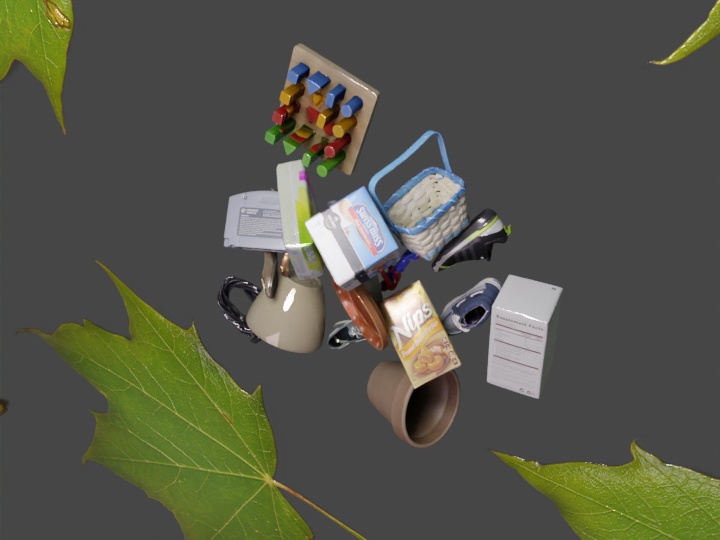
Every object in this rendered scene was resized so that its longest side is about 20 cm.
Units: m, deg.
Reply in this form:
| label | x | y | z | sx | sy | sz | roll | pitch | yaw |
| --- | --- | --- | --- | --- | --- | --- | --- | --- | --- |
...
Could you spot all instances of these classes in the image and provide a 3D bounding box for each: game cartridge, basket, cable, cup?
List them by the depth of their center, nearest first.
| label | x | y | z | sx | sy | sz | roll | pitch | yaw |
| --- | --- | --- | --- | --- | --- | --- | --- | --- | --- |
| basket | 0.111 | -0.135 | 1.324 | 0.139 | 0.175 | 0.202 | 35 | 157 | 46 |
| game cartridge | -0.208 | -0.111 | 1.593 | 0.195 | 0.136 | 0.042 | 5 | 168 | 12 |
| cup | -0.160 | 0.081 | 1.685 | 0.197 | 0.200 | 0.146 | 28 | 110 | 14 |
| cable | -0.299 | 0.103 | 1.874 | 0.161 | 0.051 | 0.202 | -17 | 110 | 41 |

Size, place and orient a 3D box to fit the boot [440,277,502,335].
| label | x | y | z | sx | sy | sz | roll | pitch | yaw |
| --- | --- | --- | --- | --- | --- | --- | --- | --- | --- |
| boot | 0.218 | 0.097 | 1.487 | 0.072 | 0.091 | 0.201 | 40 | 135 | 1 |

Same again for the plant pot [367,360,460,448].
| label | x | y | z | sx | sy | sz | roll | pitch | yaw |
| --- | --- | --- | --- | --- | --- | --- | --- | --- | --- |
| plant pot | 0.112 | 0.291 | 1.658 | 0.173 | 0.199 | 0.204 | 18 | 133 | 47 |

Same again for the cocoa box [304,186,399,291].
| label | x | y | z | sx | sy | sz | roll | pitch | yaw |
| --- | --- | --- | --- | --- | --- | --- | --- | --- | --- |
| cocoa box | -0.009 | -0.054 | 1.330 | 0.130 | 0.200 | 0.135 | -30 | 84 | 1 |

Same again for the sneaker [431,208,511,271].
| label | x | y | z | sx | sy | sz | roll | pitch | yaw |
| --- | --- | --- | --- | --- | --- | --- | --- | --- | --- |
| sneaker | 0.220 | -0.039 | 1.401 | 0.083 | 0.072 | 0.200 | 44 | 135 | -4 |

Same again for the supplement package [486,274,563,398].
| label | x | y | z | sx | sy | sz | roll | pitch | yaw |
| --- | --- | --- | --- | --- | --- | --- | --- | --- | --- |
| supplement package | 0.330 | 0.133 | 1.419 | 0.115 | 0.117 | 0.204 | 15 | 129 | 24 |

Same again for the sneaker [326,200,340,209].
| label | x | y | z | sx | sy | sz | roll | pitch | yaw |
| --- | --- | --- | --- | --- | --- | --- | --- | --- | --- |
| sneaker | -0.044 | -0.072 | 1.570 | 0.080 | 0.073 | 0.203 | 35 | 136 | 30 |

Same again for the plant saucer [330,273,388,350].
| label | x | y | z | sx | sy | sz | roll | pitch | yaw |
| --- | --- | --- | --- | --- | --- | --- | --- | --- | --- |
| plant saucer | 0.002 | 0.080 | 1.529 | 0.202 | 0.032 | 0.201 | 54 | 166 | 19 |

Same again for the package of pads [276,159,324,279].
| label | x | y | z | sx | sy | sz | roll | pitch | yaw |
| --- | --- | --- | --- | --- | --- | --- | --- | --- | --- |
| package of pads | -0.124 | -0.101 | 1.465 | 0.067 | 0.204 | 0.155 | -9 | 154 | 3 |

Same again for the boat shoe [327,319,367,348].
| label | x | y | z | sx | sy | sz | roll | pitch | yaw |
| --- | --- | --- | --- | --- | --- | --- | --- | --- | --- |
| boat shoe | -0.005 | 0.148 | 1.697 | 0.198 | 0.062 | 0.074 | -20 | 110 | 42 |

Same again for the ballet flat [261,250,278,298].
| label | x | y | z | sx | sy | sz | roll | pitch | yaw |
| --- | --- | --- | --- | --- | --- | --- | --- | --- | --- |
| ballet flat | -0.214 | -0.023 | 1.629 | 0.045 | 0.204 | 0.068 | -1 | 146 | -2 |

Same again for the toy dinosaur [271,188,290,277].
| label | x | y | z | sx | sy | sz | roll | pitch | yaw |
| --- | --- | --- | --- | --- | --- | --- | --- | --- | --- |
| toy dinosaur | -0.151 | -0.088 | 1.615 | 0.060 | 0.104 | 0.205 | 169 | 103 | -69 |

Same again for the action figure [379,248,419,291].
| label | x | y | z | sx | sy | sz | roll | pitch | yaw |
| --- | --- | --- | --- | --- | --- | --- | --- | --- | --- |
| action figure | 0.070 | -0.031 | 1.516 | 0.098 | 0.066 | 0.201 | 32 | 134 | 1 |

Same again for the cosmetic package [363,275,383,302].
| label | x | y | z | sx | sy | sz | roll | pitch | yaw |
| --- | --- | --- | --- | --- | --- | --- | --- | --- | --- |
| cosmetic package | 0.000 | 0.000 | 1.534 | 0.083 | 0.050 | 0.202 | 49 | 163 | 37 |

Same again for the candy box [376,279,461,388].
| label | x | y | z | sx | sy | sz | roll | pitch | yaw |
| --- | --- | --- | --- | --- | --- | --- | --- | --- | --- |
| candy box | 0.125 | 0.137 | 1.521 | 0.114 | 0.055 | 0.203 | -27 | 81 | 7 |

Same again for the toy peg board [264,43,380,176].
| label | x | y | z | sx | sy | sz | roll | pitch | yaw |
| --- | --- | --- | --- | --- | --- | --- | --- | --- | --- |
| toy peg board | -0.089 | -0.302 | 1.401 | 0.198 | 0.098 | 0.201 | 32 | 134 | 9 |
